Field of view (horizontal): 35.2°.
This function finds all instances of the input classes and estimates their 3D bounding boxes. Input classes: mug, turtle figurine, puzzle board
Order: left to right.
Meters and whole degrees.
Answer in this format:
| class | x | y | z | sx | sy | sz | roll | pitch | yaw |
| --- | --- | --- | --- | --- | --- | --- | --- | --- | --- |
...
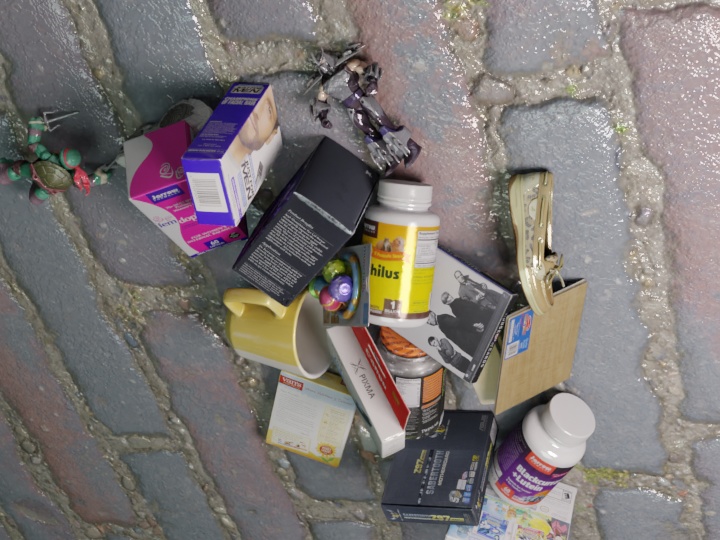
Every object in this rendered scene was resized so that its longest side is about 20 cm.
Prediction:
| class | x | y | z | sx | sy | sz | roll | pitch | yaw |
| --- | --- | --- | --- | --- | --- | --- | --- | --- | --- |
| turtle figurine | -0.474 | -0.166 | 1.759 | 0.199 | 0.101 | 0.150 | -19 | 120 | 39 |
| mug | -0.135 | 0.073 | 1.806 | 0.152 | 0.150 | 0.188 | 5 | 126 | 28 |
| puzzle board | 0.265 | 0.114 | 1.697 | 0.017 | 0.150 | 0.201 | 45 | 147 | 40 |

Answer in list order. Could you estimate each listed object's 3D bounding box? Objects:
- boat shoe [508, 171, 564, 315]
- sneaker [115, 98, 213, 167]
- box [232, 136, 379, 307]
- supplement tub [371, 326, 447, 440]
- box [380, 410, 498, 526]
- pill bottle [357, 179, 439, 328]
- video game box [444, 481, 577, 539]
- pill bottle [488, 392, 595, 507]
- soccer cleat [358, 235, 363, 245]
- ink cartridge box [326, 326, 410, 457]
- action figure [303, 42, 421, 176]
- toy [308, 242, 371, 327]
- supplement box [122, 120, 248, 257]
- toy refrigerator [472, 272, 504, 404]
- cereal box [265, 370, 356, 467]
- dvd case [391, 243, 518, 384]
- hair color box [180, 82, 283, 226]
| class | x | y | z | sx | sy | sz | roll | pitch | yaw |
| --- | --- | --- | --- | --- | --- | --- | --- | --- | --- |
| boat shoe | 0.249 | -0.036 | 1.574 | 0.062 | 0.073 | 0.202 | -7 | 103 | 18 |
| sneaker | -0.270 | -0.185 | 1.687 | 0.199 | 0.078 | 0.099 | -19 | 128 | 41 |
| box | -0.079 | -0.070 | 1.652 | 0.104 | 0.148 | 0.200 | 35 | 131 | -9 |
| supplement tub | 0.077 | 0.162 | 1.803 | 0.121 | 0.123 | 0.201 | 11 | 131 | 12 |
| box | 0.132 | 0.320 | 1.861 | 0.156 | 0.201 | 0.051 | -2 | 132 | 23 |
| pill bottle | 0.055 | -0.026 | 1.623 | 0.108 | 0.109 | 0.202 | 8 | 99 | 14 |
| video game box | 0.253 | 0.416 | 1.908 | 0.198 | 0.183 | 0.047 | 18 | 133 | 6 |
| pill bottle | 0.294 | 0.288 | 1.832 | 0.111 | 0.112 | 0.201 | 27 | 133 | -3 |
| soccer cleat | 0.000 | 0.000 | 1.737 | 0.085 | 0.068 | 0.201 | 32 | 131 | 32 |
| ink cartridge box | 0.008 | 0.164 | 1.704 | 0.044 | 0.201 | 0.177 | -24 | 158 | -10 |
| action figure | 0.000 | -0.224 | 1.548 | 0.200 | 0.070 | 0.130 | 48 | 138 | -15 |
| toy | -0.037 | 0.023 | 1.646 | 0.047 | 0.116 | 0.200 | 2 | 177 | -17 |
| supplement box | -0.250 | -0.114 | 1.641 | 0.100 | 0.104 | 0.200 | -17 | 151 | 13 |
| toy refrigerator | 0.194 | 0.106 | 1.744 | 0.069 | 0.076 | 0.201 | -7 | 125 | 25 |
| cereal box | -0.083 | 0.252 | 1.995 | 0.143 | 0.040 | 0.201 | 20 | 132 | 4 |
| dvd case | 0.118 | 0.050 | 1.666 | 0.199 | 0.025 | 0.151 | 34 | 112 | 29 |
| hair color box | -0.173 | -0.163 | 1.571 | 0.064 | 0.201 | 0.110 | 3 | 129 | 16 |
